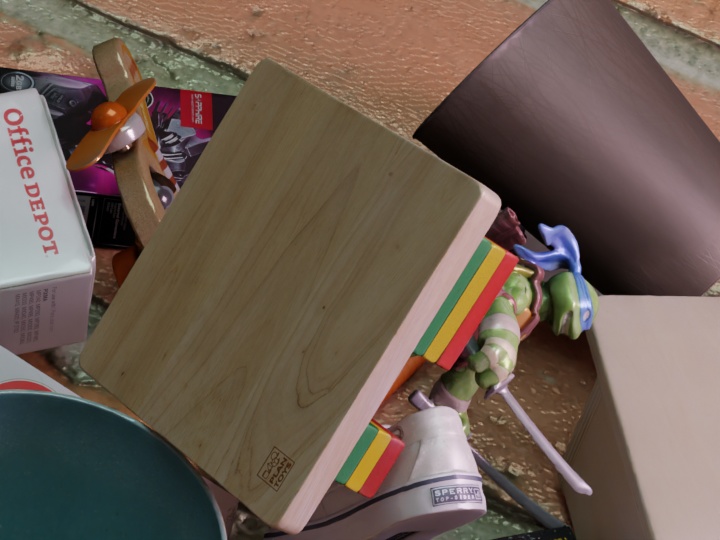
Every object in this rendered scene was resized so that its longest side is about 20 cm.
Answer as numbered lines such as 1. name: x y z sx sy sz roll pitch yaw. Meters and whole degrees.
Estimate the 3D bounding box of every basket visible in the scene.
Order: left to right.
1. basket: 0.158 -0.067 1.555 0.200 0.136 0.180 47 46 3

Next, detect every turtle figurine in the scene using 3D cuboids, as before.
1. turtle figurine: 0.041 0.067 1.399 0.193 0.201 0.144 3 9 -1

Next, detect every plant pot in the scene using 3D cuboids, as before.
1. plant pot: -0.178 0.181 1.261 0.199 0.135 0.201 9 40 -7

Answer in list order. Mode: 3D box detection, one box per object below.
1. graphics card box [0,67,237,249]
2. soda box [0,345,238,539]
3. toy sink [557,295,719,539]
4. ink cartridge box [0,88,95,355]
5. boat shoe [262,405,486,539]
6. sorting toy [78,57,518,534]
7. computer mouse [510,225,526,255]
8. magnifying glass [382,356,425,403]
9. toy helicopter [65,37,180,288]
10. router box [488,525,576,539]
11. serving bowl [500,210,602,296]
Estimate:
1. graphics card box: -0.154 -0.071 1.619 0.199 0.051 0.126 6 42 -9
2. soda box: -0.171 0.119 1.389 0.199 0.064 0.068 30 43 18
3. toy sink: 0.199 0.126 1.459 0.130 0.112 0.201 1 47 -16
4. ink cartridge box: -0.273 -0.016 1.459 0.199 0.083 0.146 -10 57 -17
5. boat shoe: -0.001 0.112 1.340 0.074 0.202 0.087 -1 74 -26
6. sorting toy: -0.028 0.017 1.291 0.069 0.201 0.199 30 3 -45
7. computer mouse: 0.000 0.000 1.500 0.199 0.140 0.046 -13 73 11
8. magnifying glass: -0.011 0.090 1.507 0.079 0.022 0.200 30 45 17
9. toy helicopter: -0.142 -0.077 1.513 0.079 0.132 0.201 -26 49 8
10. router box: 0.057 0.226 1.344 0.199 0.051 0.149 -8 47 -25
11. serving bowl: 0.137 -0.049 1.653 0.199 0.066 0.201 11 57 -18
